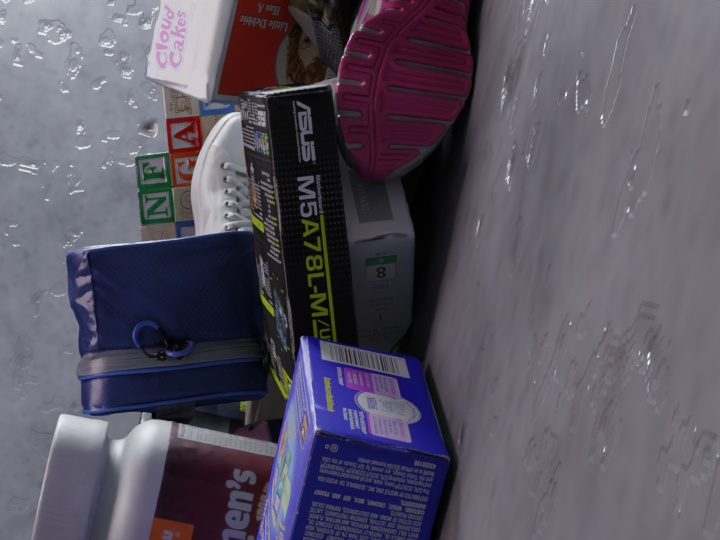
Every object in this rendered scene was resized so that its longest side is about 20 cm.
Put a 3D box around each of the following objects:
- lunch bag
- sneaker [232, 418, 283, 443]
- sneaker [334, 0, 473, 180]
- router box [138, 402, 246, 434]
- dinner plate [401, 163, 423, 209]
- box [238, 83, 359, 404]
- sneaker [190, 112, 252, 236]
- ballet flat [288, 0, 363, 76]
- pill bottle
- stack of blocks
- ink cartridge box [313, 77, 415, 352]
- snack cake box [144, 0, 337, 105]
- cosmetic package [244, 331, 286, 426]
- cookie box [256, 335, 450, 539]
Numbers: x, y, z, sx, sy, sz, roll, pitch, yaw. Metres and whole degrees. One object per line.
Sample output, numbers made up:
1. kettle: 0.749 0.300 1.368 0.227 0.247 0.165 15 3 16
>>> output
1. lunch bag: -0.133 0.048 1.296 0.200 0.135 0.133 162 102 -83
2. sneaker: -0.064 0.202 1.291 0.070 0.081 0.202 140 137 -81
3. sneaker: 0.030 -0.131 1.155 0.088 0.081 0.201 110 179 -58
4. router box: -0.107 0.142 1.496 0.200 0.149 0.063 -95 18 -68
5. dinner plate: 0.028 -0.087 1.304 0.200 0.024 0.202 -168 90 -83
6. box: -0.038 -0.016 1.144 0.200 0.047 0.195 -147 48 -81
7. sneaker: -0.088 -0.030 1.443 0.084 0.072 0.202 -14 66 56
8. ballet flat: -0.018 -0.190 1.225 0.201 0.071 0.072 74 -161 -52
9. pill bottle: -0.095 0.152 1.132 0.110 0.198 0.110 -168 90 -84
10. stack of blocks: -0.127 -0.080 1.533 0.059 0.114 0.202 100 164 -83
11. ink cartridge box: 0.000 0.000 1.212 0.162 0.050 0.201 -103 8 -47
12. snack cake box: -0.054 -0.175 1.308 0.199 0.067 0.116 -1 -71 -55
13. cosmetic package: -0.044 0.080 1.412 0.200 0.073 0.104 -99 23 -71
14. cookie box: -0.017 0.158 0.988 0.171 0.075 0.202 -104 27 -76
